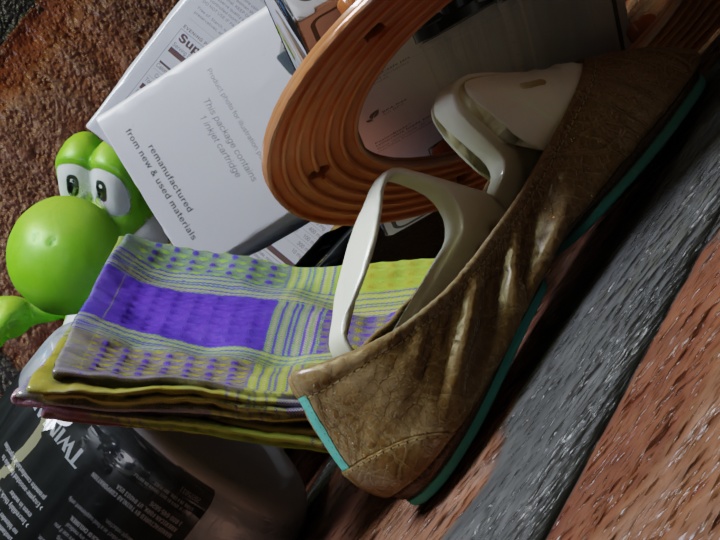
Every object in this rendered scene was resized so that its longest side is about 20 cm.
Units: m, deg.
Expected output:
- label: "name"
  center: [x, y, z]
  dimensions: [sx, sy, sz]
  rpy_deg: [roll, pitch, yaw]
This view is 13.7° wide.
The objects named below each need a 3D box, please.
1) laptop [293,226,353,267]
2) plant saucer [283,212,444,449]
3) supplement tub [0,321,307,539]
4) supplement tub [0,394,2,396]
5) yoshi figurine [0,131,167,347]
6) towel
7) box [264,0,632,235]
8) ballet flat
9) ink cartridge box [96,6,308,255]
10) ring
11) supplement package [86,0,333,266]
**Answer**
- label: "laptop"
  center: [-0.105, 0.024, 1.276]
  dimensions: [0.200, 0.103, 0.177]
  rpy_deg: [-48, 4, -5]
- label: "plant saucer"
  center: [0.000, 0.000, 1.387]
  dimensions: [0.201, 0.035, 0.200]
  rpy_deg: [-52, 6, 8]
- label: "supplement tub"
  center: [-0.123, 0.128, 1.140]
  dimensions: [0.200, 0.122, 0.123]
  rpy_deg: [-50, 6, 13]
- label: "supplement tub"
  center: [-0.190, 0.119, 1.453]
  dimensions: [0.123, 0.122, 0.200]
  rpy_deg: [-52, -16, 2]
- label: "yoshi figurine"
  center: [-0.143, 0.030, 1.559]
  dimensions: [0.112, 0.112, 0.201]
  rpy_deg: [-111, 15, -59]
- label: "towel"
  center: [-0.037, 0.023, 1.083]
  dimensions: [0.200, 0.143, 0.023]
  rpy_deg: [-66, -20, -73]
- label: "box"
  center: [0.030, -0.097, 1.048]
  dimensions: [0.116, 0.060, 0.200]
  rpy_deg: [-30, -21, -1]
- label: "ballet flat"
  center: [0.040, -0.017, 0.978]
  dimensions: [0.200, 0.072, 0.068]
  rpy_deg: [-54, 8, -23]
- label: "ink cartridge box"
  center: [0.004, -0.087, 1.274]
  dimensions: [0.199, 0.085, 0.146]
  rpy_deg: [-33, 0, 10]
- label: "ring"
  center: [0.053, -0.081, 1.004]
  dimensions: [0.200, 0.019, 0.201]
  rpy_deg: [-26, -23, -12]
- label: "supplement package"
  center: [-0.039, -0.083, 1.575]
  dimensions: [0.111, 0.156, 0.200]
  rpy_deg: [-50, 4, 10]
